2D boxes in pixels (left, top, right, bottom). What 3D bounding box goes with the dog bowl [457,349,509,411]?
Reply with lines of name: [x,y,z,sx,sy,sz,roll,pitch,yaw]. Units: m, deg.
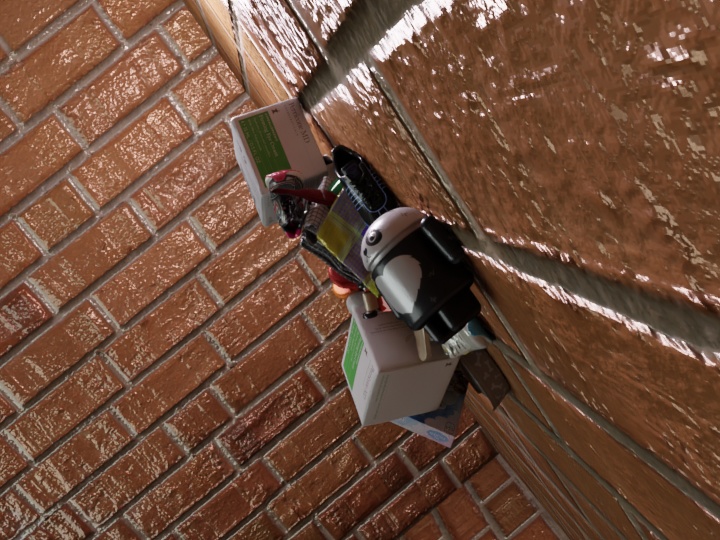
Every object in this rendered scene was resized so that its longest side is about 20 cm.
dog bowl: [0.259,0.214,1.324,0.202,0.058,0.200,53,178,2]

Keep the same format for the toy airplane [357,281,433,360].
toy airplane: [0.104,0.042,1.138,0.139,0.203,0.199,-18,-125,-44]

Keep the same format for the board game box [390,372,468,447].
board game box: [0.147,0.296,1.401,0.195,0.044,0.200,21,-143,9]

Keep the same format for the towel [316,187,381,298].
towel: [0.009,-0.064,1.110,0.200,0.145,0.023,45,-164,25]

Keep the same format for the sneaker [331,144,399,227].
sneaker: [0.007,-0.142,1.045,0.201,0.070,0.078,53,-177,33]

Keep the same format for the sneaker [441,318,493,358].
sneaker: [0.191,0.126,1.099,0.077,0.080,0.200,54,177,10]

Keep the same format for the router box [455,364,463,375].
router box: [0.174,0.210,1.510,0.148,0.052,0.198,35,159,-21]

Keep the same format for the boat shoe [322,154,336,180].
boat shoe: [-0.091,-0.258,1.493,0.201,0.070,0.067,-114,7,-68]

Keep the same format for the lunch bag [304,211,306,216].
lunch bag: [-0.111,-0.179,1.587,0.196,0.120,0.165,6,-148,-39]

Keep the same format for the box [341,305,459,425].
box: [0.081,0.196,1.285,0.202,0.194,0.174,103,151,-43]

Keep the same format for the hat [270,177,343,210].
hat: [-0.054,-0.123,1.226,0.202,0.175,0.166,53,176,-1]

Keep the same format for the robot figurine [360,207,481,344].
robot figurine: [0.085,0.005,0.861,0.202,0.150,0.124,52,-169,12]

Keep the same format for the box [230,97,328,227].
box: [-0.190,-0.251,1.392,0.200,0.167,0.203,118,129,-72]

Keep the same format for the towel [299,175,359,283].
towel: [-0.041,-0.083,1.299,0.197,0.085,0.169,32,-134,-22]

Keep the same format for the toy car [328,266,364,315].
toy car: [0.000,0.000,1.449,0.147,0.201,0.178,23,-139,-22]

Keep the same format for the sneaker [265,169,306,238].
sneaker: [-0.149,-0.143,1.250,0.201,0.078,0.077,79,-179,-65]
